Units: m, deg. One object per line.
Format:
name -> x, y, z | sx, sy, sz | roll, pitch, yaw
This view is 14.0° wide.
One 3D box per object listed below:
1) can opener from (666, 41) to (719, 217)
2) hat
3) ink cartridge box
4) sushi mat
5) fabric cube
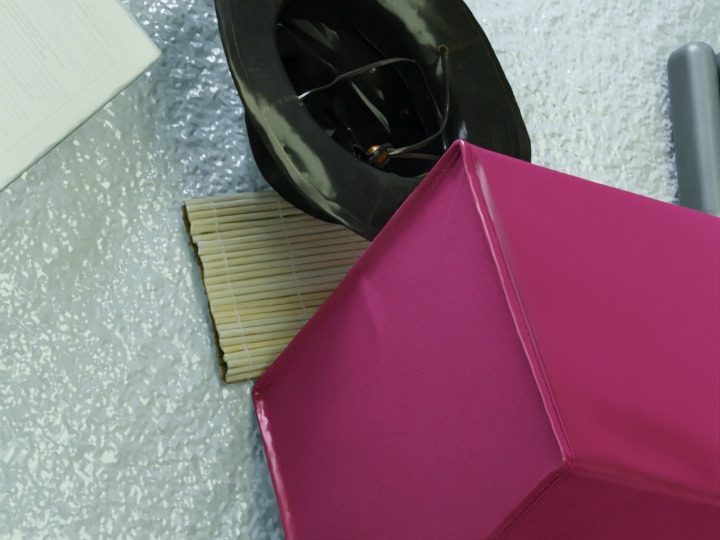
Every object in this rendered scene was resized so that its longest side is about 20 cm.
can opener -> 0.212, -0.036, 1.634 | 0.053, 0.066, 0.200 | 10, 63, -32
hat -> -0.011, -0.084, 1.470 | 0.200, 0.081, 0.201 | 19, 55, -29
ink cartridge box -> -0.199, -0.076, 1.336 | 0.200, 0.059, 0.104 | -43, 100, -26
sushi mat -> 0.000, 0.000, 1.494 | 0.200, 0.012, 0.096 | -8, 77, -38
fabric cube -> 0.096, 0.088, 1.378 | 0.199, 0.200, 0.196 | 15, 42, -31
